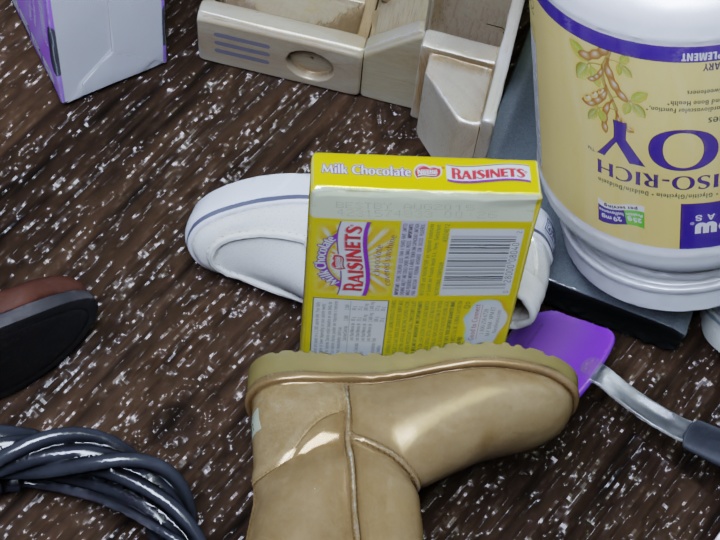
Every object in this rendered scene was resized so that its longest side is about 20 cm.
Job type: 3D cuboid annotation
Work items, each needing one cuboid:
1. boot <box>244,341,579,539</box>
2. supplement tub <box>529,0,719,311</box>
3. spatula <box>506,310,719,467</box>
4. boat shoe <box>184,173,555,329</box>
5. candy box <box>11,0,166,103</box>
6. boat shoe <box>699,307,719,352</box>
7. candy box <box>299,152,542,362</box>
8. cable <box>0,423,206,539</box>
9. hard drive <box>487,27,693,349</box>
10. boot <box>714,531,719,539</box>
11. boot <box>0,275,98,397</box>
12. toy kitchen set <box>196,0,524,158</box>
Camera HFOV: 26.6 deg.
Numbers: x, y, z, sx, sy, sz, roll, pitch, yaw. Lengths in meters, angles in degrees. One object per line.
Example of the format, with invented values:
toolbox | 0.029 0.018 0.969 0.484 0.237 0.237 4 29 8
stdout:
boot | 0.024 0.136 0.695 0.173 0.066 0.202 -3 54 0
supplement tub | 0.154 -0.093 0.735 0.143 0.201 0.147 -5 46 6
spatula | 0.154 0.073 0.776 0.199 0.021 0.057 27 67 29
boat shoe | 0.000 0.000 0.789 0.197 0.071 0.070 5 54 9
candy box | -0.179 -0.225 0.838 0.071 0.168 0.201 -23 69 -16
boat shoe | 0.259 0.036 0.768 0.070 0.072 0.200 -32 44 -33
candy box | 0.022 0.018 0.729 0.101 0.201 0.027 3 53 -3
cable | -0.165 0.156 0.735 0.197 0.051 0.165 10 66 -1
hard drive | 0.143 -0.069 0.868 0.138 0.033 0.202 21 67 5
boot | 0.219 0.158 0.760 0.094 0.074 0.202 12 57 7
boot | -0.254 -0.016 0.812 0.186 0.069 0.201 -23 62 -6
toy kitchen set | -0.004 -0.142 0.797 0.178 0.201 0.165 13 65 3
